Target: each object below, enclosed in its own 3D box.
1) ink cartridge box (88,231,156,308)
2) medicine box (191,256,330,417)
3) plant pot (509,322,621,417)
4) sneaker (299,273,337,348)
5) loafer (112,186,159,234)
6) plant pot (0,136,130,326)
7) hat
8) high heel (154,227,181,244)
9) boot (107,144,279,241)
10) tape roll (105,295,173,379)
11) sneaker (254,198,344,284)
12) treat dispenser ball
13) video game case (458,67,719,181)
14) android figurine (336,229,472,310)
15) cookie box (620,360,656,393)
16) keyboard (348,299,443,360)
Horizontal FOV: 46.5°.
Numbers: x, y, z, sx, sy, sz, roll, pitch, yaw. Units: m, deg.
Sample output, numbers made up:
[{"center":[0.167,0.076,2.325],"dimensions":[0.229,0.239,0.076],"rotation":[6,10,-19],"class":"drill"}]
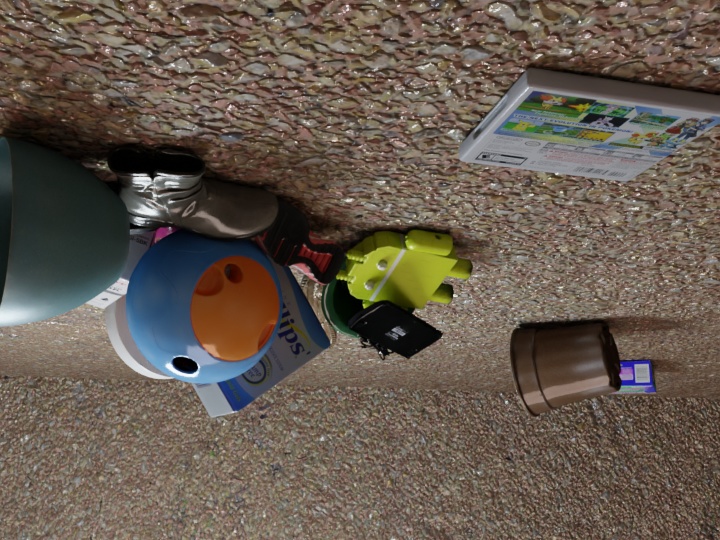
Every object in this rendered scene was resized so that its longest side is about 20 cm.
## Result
[{"center":[-0.390,-0.021,1.170],"dimensions":[0.146,0.084,0.200],"rotation":[22,158,-24],"class":"ink cartridge box"},{"center":[-0.178,0.091,1.279],"dimensions":[0.199,0.183,0.103],"rotation":[-33,-173,-34],"class":"medicine box"},{"center":[0.454,0.207,1.833],"dimensions":[0.197,0.202,0.200],"rotation":[-14,160,28],"class":"plant pot"},{"center":[-0.067,0.033,1.462],"dimensions":[0.071,0.113,0.201],"rotation":[3,136,2],"class":"sneaker"},{"center":[-0.339,-0.070,1.046],"dimensions":[0.198,0.074,0.072],"rotation":[5,170,-9],"class":"loafer"},{"center":[-0.333,-0.037,0.924],"dimensions":[0.134,0.202,0.200],"rotation":[4,167,-32],"class":"plant pot"},{"center":[0.000,0.000,1.377],"dimensions":[0.164,0.177,0.201],"rotation":[-5,125,-13],"class":"hat"},{"center":[-0.261,-0.019,1.183],"dimensions":[0.067,0.097,0.200],"rotation":[4,166,-7],"class":"high heel"},{"center":[-0.187,-0.090,0.968],"dimensions":[0.198,0.068,0.131],"rotation":[3,160,-11],"class":"boot"},{"center":[-0.306,0.071,1.335],"dimensions":[0.202,0.205,0.037],"rotation":[14,161,-40],"class":"tape roll"},{"center":[-0.104,-0.041,1.134],"dimensions":[0.086,0.074,0.200],"rotation":[24,170,35],"class":"sneaker"},{"center":[-0.199,0.043,1.079],"dimensions":[0.199,0.203,0.201],"rotation":[2,166,0],"class":"treat dispenser ball"},{"center":[0.218,-0.136,0.817],"dimensions":[0.198,0.022,0.182],"rotation":[6,166,-12],"class":"video game case"},{"center":[0.061,0.003,1.241],"dimensions":[0.198,0.041,0.182],"rotation":[10,136,-25],"class":"android figurine"},{"center":[0.761,0.311,2.423],"dimensions":[0.170,0.076,0.200],"rotation":[-5,165,22],"class":"cookie box"},{"center":[0.043,0.088,1.308],"dimensions":[0.104,0.040,0.200],"rotation":[-33,146,17],"class":"keyboard"}]
